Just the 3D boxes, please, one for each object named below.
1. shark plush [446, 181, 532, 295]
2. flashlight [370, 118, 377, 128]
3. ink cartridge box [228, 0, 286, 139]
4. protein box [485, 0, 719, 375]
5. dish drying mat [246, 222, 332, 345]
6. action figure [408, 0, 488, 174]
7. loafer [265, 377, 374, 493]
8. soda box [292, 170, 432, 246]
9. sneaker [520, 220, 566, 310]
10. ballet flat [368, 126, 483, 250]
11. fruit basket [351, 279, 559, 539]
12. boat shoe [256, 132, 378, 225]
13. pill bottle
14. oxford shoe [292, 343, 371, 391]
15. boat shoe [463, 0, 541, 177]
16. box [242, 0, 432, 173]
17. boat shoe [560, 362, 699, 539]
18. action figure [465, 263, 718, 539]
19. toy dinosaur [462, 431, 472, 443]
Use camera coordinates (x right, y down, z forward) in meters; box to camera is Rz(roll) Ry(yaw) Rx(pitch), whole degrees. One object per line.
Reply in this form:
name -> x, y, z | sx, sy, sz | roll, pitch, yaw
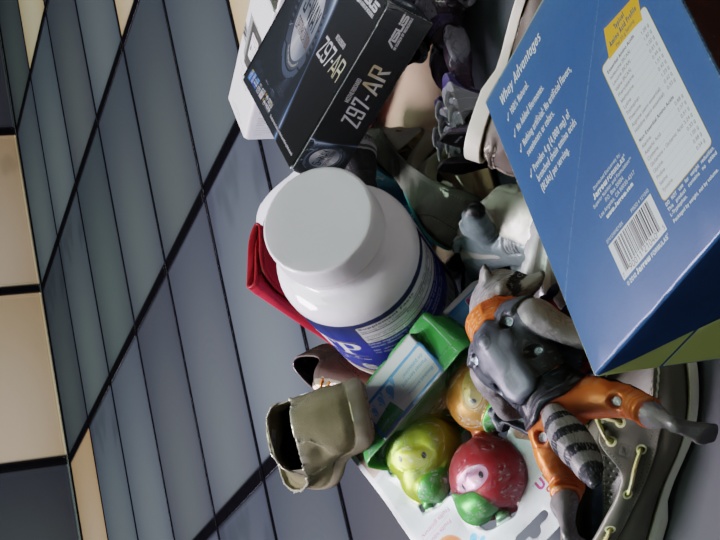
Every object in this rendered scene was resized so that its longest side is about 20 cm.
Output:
shark plush -> 0.109, -0.008, 1.095 | 0.083, 0.091, 0.200 | 49, 144, 6
flashlight -> 0.005, -0.200, 1.300 | 0.068, 0.068, 0.200 | -63, -4, -47
ink cartridge box -> -0.050, -0.224, 1.355 | 0.200, 0.115, 0.067 | 110, 148, -44
protein box -> 0.192, -0.081, 0.785 | 0.199, 0.134, 0.201 | 118, 140, -53
dish drying mat -> -0.027, 0.033, 1.269 | 0.018, 0.200, 0.077 | -33, 41, 28
action figure -> 0.071, -0.184, 1.141 | 0.130, 0.069, 0.201 | 122, 141, -62
loafer -> -0.045, 0.133, 1.129 | 0.200, 0.068, 0.076 | 123, 140, -63
soda box -> -0.001, -0.067, 1.329 | 0.200, 0.068, 0.064 | -135, 47, -56
sneaker -> 0.169, -0.063, 0.959 | 0.082, 0.075, 0.201 | 13, 103, 27
ballet flat -> 0.056, -0.089, 1.220 | 0.064, 0.067, 0.200 | -55, 37, 16
fruit basket -> 0.083, 0.134, 1.079 | 0.185, 0.094, 0.200 | -51, 47, 17
boat shoe -> -0.036, -0.050, 1.254 | 0.200, 0.070, 0.066 | -43, 52, 50
pill bottle -> 0.000, 0.000, 1.128 | 0.200, 0.119, 0.120 | 50, -162, -59
oxford shoe -> -0.006, 0.126, 1.376 | 0.200, 0.073, 0.072 | -147, 56, -62
boat shoe -> 0.134, -0.163, 1.001 | 0.059, 0.072, 0.201 | 24, 109, 15
box -> -0.026, -0.185, 1.187 | 0.161, 0.043, 0.200 | -58, 30, 19
boat shoe -> 0.180, 0.119, 0.951 | 0.072, 0.060, 0.202 | -134, 44, -56
action figure -> 0.136, 0.056, 0.887 | 0.194, 0.104, 0.200 | 52, 123, 40
toy dinosaur -> 0.059, 0.093, 1.238 | 0.102, 0.077, 0.201 | -21, 64, 38
